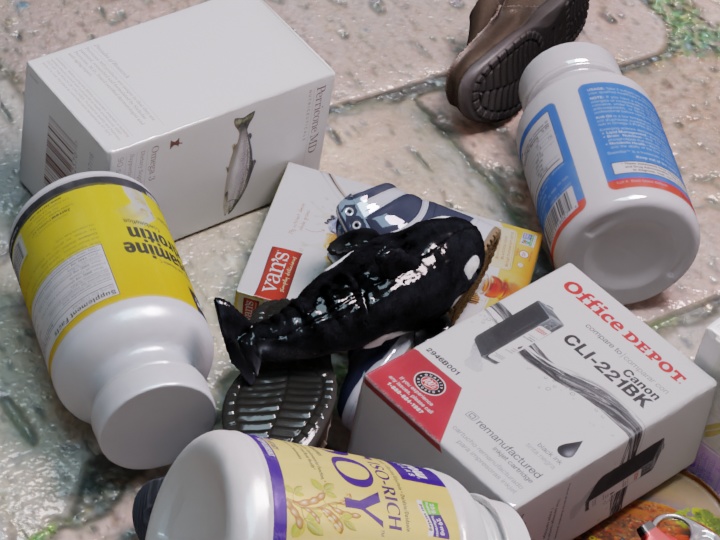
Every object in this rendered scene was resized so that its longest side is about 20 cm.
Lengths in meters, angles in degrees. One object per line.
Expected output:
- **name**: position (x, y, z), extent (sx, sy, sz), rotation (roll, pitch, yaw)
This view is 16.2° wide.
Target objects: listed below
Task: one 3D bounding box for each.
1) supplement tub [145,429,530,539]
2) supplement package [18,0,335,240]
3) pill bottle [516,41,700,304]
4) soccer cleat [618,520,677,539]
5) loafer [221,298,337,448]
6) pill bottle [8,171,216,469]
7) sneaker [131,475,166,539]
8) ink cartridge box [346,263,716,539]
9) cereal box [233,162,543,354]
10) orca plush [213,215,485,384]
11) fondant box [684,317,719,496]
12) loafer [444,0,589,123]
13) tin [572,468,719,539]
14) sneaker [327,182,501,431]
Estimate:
- **supplement tub**: position (-0.013, 0.179, 1.480), extent (0.199, 0.146, 0.146), rotation (13, 39, -26)
- **supplement package**: position (-0.136, -0.107, 1.868), extent (0.200, 0.117, 0.117), rotation (-23, 52, -31)
- **pill bottle**: position (0.180, -0.079, 1.908), extent (0.112, 0.112, 0.200), rotation (0, 44, -12)
- **soccer cleat**: position (0.142, 0.236, 1.570), extent (0.200, 0.069, 0.085), rotation (-33, 82, -32)
- **loafer**: position (-0.047, 0.093, 1.687), extent (0.073, 0.072, 0.200), rotation (1, 29, 7)
- **pill bottle**: position (-0.164, 0.035, 1.712), extent (0.112, 0.112, 0.200), rotation (-8, 46, -20)
- **sneaker**: position (-0.047, 0.175, 1.637), extent (0.199, 0.070, 0.082), rotation (15, 11, 14)
- **ink cartridge box**: position (0.114, 0.098, 1.671), extent (0.200, 0.084, 0.144), rotation (-27, 54, -35)
- **cereal box**: position (0.021, 0.004, 1.835), extent (0.199, 0.040, 0.144), rotation (16, 46, 4)
- **orca plush**: position (0.000, 0.000, 1.670), extent (0.199, 0.071, 0.105), rotation (-11, 55, -18)
- **fondant box**: position (0.300, 0.060, 1.759), extent (0.058, 0.145, 0.200), rotation (39, 49, 25)
- **loafer**: position (0.116, -0.183, 2.046), extent (0.071, 0.073, 0.200), rotation (19, 37, 24)
- **tin**: position (0.151, 0.162, 1.698), extent (0.199, 0.042, 0.112), rotation (20, 47, 11)
- **sneaker**: position (0.007, 0.021, 1.745), extent (0.108, 0.070, 0.200), rotation (28, 53, 10)
